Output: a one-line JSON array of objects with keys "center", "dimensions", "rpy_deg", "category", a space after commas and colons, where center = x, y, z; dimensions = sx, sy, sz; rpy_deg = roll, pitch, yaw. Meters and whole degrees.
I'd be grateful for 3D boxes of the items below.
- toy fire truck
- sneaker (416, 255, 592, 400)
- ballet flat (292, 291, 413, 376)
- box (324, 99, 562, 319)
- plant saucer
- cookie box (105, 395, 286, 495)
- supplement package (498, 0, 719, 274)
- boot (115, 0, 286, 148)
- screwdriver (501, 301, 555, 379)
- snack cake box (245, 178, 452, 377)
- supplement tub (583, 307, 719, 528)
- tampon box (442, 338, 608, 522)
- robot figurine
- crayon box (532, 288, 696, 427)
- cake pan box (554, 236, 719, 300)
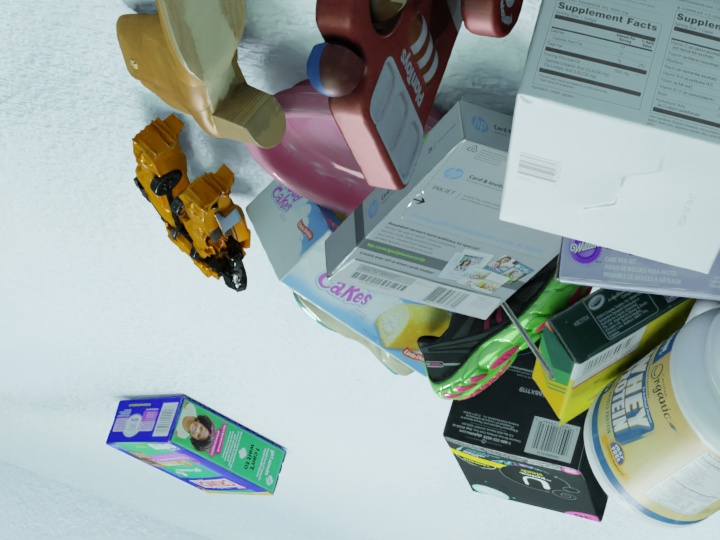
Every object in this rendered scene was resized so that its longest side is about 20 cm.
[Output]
[{"center": [0.020, -0.159, 1.062], "dimensions": [0.112, 0.169, 0.200], "rpy_deg": [11, 159, 19], "category": "toy fire truck"}, {"center": [0.123, 0.029, 1.517], "dimensions": [0.084, 0.200, 0.077], "rpy_deg": [55, -160, 19], "category": "sneaker"}, {"center": [0.013, 0.043, 1.791], "dimensions": [0.069, 0.070, 0.200], "rpy_deg": [1, 156, 40], "category": "ballet flat"}, {"center": [0.087, -0.041, 1.362], "dimensions": [0.155, 0.041, 0.200], "rpy_deg": [14, 143, -27], "category": "box"}, {"center": [0.007, -0.098, 1.418], "dimensions": [0.200, 0.051, 0.201], "rpy_deg": [16, 161, 6], "category": "plant saucer"}, {"center": [-0.236, 0.255, 2.545], "dimensions": [0.200, 0.075, 0.171], "rpy_deg": [31, 156, -33], "category": "cookie box"}, {"center": [0.182, -0.100, 1.161], "dimensions": [0.155, 0.111, 0.200], "rpy_deg": [15, 160, 7], "category": "supplement package"}, {"center": [-0.142, -0.177, 1.322], "dimensions": [0.144, 0.071, 0.202], "rpy_deg": [25, 152, 41], "category": "boot"}, {"center": [0.115, 0.013, 1.481], "dimensions": [0.200, 0.029, 0.028], "rpy_deg": [52, 173, 30], "category": "screwdriver"}, {"center": [0.000, 0.000, 1.579], "dimensions": [0.200, 0.067, 0.115], "rpy_deg": [34, -161, -38], "category": "snack cake box"}, {"center": [0.295, 0.119, 1.481], "dimensions": [0.144, 0.145, 0.200], "rpy_deg": [24, 143, -15], "category": "supplement tub"}, {"center": [0.186, 0.164, 1.842], "dimensions": [0.149, 0.127, 0.200], "rpy_deg": [12, 160, 19], "category": "tampon box"}, {"center": [-0.148, -0.057, 1.612], "dimensions": [0.145, 0.058, 0.200], "rpy_deg": [45, 168, 17], "category": "robot figurine"}, {"center": [0.219, 0.063, 1.549], "dimensions": [0.051, 0.127, 0.200], "rpy_deg": [57, 169, 18], "category": "crayon box"}, {"center": [0.265, -0.002, 1.336], "dimensions": [0.183, 0.053, 0.200], "rpy_deg": [8, -179, 26], "category": "cake pan box"}]
